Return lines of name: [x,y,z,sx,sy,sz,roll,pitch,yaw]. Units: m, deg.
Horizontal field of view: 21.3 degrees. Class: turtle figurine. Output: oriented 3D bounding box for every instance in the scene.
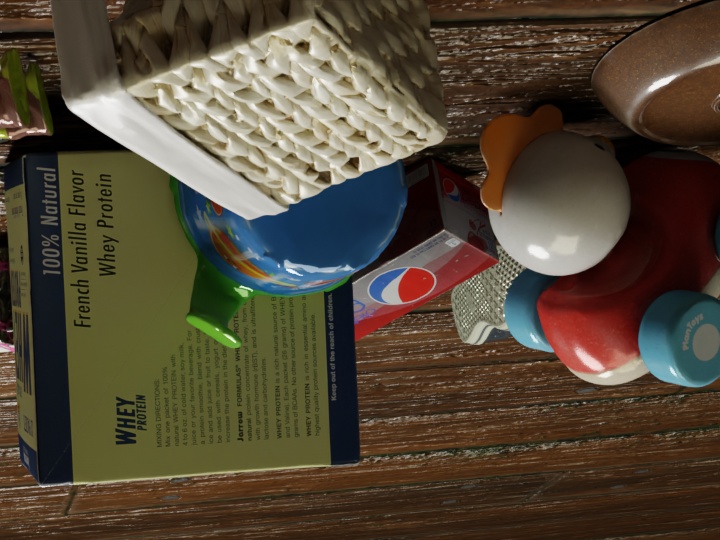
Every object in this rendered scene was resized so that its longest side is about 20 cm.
turtle figurine: [-0.261,-0.084,1.066,0.160,0.065,0.200,-10,163,6]

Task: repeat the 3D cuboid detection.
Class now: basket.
basket: [-0.049,-0.123,0.916,0.123,0.136,0.200,-16,161,19]

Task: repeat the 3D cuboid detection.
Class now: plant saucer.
plant saucer: [0.248,-0.122,1.221,0.199,0.035,0.200,-8,164,-2]

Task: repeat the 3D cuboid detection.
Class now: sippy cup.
sippy cup: [-0.033,-0.048,1.086,0.139,0.179,0.130,-3,-176,-12]

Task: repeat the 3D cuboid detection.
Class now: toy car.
toy car: [0.159,-0.043,1.289,0.200,0.177,0.184,47,163,-29]

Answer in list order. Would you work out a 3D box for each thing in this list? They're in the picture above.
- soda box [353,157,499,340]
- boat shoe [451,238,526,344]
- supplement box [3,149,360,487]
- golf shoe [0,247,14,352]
soda box: [0.000,0.000,1.385,0.199,0.064,0.070,-29,144,29]
boat shoe: [0.123,0.016,1.553,0.062,0.075,0.200,-10,169,-11]
supplement box: [-0.115,0.025,1.206,0.198,0.202,0.134,-3,-179,-15]
golf shoe: [-0.263,0.024,1.407,0.199,0.073,0.092,-2,173,26]
